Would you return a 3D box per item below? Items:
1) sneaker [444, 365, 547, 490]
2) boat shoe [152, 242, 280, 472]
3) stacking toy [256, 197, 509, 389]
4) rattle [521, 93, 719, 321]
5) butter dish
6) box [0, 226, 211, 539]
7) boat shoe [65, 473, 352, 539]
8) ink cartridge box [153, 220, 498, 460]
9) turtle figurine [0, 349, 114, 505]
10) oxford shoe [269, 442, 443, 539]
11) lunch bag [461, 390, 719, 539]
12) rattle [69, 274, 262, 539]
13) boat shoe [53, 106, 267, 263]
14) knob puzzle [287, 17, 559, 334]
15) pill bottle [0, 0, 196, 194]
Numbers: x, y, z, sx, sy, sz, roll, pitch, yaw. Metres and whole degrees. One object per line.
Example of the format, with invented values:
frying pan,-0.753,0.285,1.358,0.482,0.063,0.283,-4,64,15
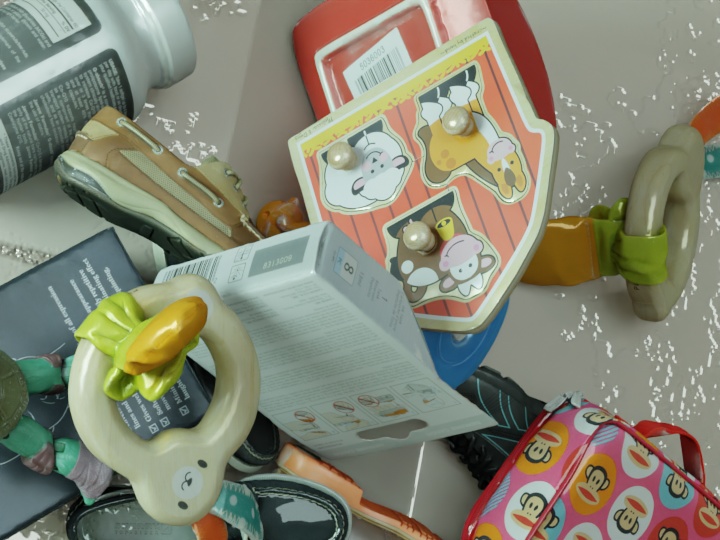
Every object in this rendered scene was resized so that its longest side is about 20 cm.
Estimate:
sneaker,0.102,0.122,1.622,0.199,0.075,0.080,24,75,-12
boat shoe,-0.093,0.043,1.569,0.072,0.067,0.202,-6,80,-53
stacking toy,0.000,0.000,1.582,0.199,0.110,0.117,27,88,33
rattle,0.208,-0.060,1.718,0.130,0.142,0.201,49,48,-37
butter dish,0.073,-0.129,1.625,0.147,0.199,0.201,-14,83,-43
box,-0.226,0.088,1.503,0.199,0.107,0.149,-29,89,-22
boat shoe,-0.104,0.181,1.522,0.198,0.060,0.076,-5,91,-1
ink cartridge box,-0.022,0.052,1.483,0.200,0.159,0.048,39,50,-35
turtle figurine,-0.250,0.082,1.389,0.198,0.100,0.151,14,89,-27
oxford shoe,0.012,0.206,1.587,0.199,0.071,0.073,34,88,-2
lunch bag,0.181,0.184,1.585,0.200,0.082,0.177,42,79,-37
rattle,-0.092,0.108,1.364,0.130,0.142,0.202,-20,101,-40
boat shoe,-0.111,-0.044,1.510,0.199,0.076,0.074,32,76,-10
knob puzzle,0.045,-0.049,1.488,0.030,0.218,0.222,29,64,-57
pill bottle,-0.222,-0.135,1.546,0.199,0.116,0.117,-30,89,-22
